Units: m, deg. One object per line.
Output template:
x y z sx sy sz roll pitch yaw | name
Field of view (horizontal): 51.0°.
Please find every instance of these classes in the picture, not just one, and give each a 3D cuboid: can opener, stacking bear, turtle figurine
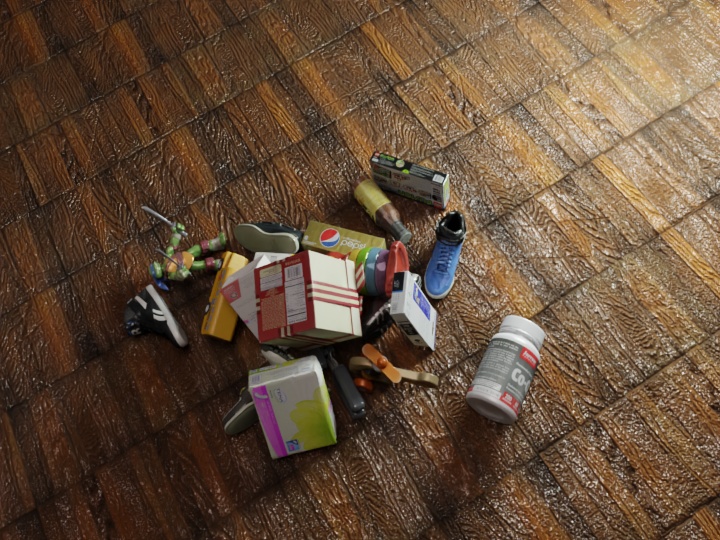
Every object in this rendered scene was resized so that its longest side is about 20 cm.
-0.057 0.238 1.640 0.065 0.054 0.202 -18 50 -16 | can opener
0.000 0.000 1.677 0.195 0.114 0.125 4 79 21 | stacking bear
-0.410 -0.048 1.800 0.190 0.205 0.144 -11 25 -23 | turtle figurine

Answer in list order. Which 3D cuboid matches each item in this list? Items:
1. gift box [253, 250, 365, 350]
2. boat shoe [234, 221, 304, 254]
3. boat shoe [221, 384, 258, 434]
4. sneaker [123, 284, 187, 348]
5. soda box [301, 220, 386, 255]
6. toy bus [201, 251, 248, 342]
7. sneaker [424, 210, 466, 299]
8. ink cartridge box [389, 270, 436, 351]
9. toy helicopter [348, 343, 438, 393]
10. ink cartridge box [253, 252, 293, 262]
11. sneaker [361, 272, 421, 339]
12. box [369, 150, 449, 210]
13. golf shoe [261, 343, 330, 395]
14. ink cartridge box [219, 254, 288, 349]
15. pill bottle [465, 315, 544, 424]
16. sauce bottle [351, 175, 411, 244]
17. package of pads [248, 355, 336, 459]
-0.099 0.053 1.585 0.181 0.185 0.205 -11 74 33 | gift box
-0.220 -0.087 1.849 0.195 0.076 0.066 6 30 33 | boat shoe
-0.228 0.277 1.661 0.200 0.072 0.060 -38 59 -19 | boat shoe
-0.491 0.136 1.779 0.111 0.074 0.200 -37 55 -7 | sneaker
-0.037 -0.055 1.805 0.195 0.064 0.069 15 66 16 | soda box
-0.311 0.060 1.760 0.064 0.078 0.205 21 75 -27 | toy bus
0.194 -0.043 1.734 0.075 0.112 0.203 17 66 17 | sneaker
0.117 0.092 1.635 0.038 0.200 0.102 -7 58 23 | ink cartridge box
0.069 0.214 1.608 0.195 0.133 0.080 9 63 13 | toy helicopter
-0.159 0.027 1.779 0.195 0.068 0.119 4 64 11 | ink cartridge box
0.041 0.064 1.734 0.115 0.077 0.200 33 63 30 | sneaker
0.119 -0.218 1.839 0.196 0.111 0.035 21 66 18 | box
-0.150 0.234 1.611 0.088 0.200 0.077 -47 24 -7 | golf shoe
-0.208 0.081 1.703 0.115 0.202 0.068 -27 20 23 | ink cartridge box
0.309 0.206 1.584 0.112 0.115 0.203 21 68 19 | pill bottle
0.052 -0.145 1.837 0.065 0.066 0.201 -31 61 -8 | sauce bottle
-0.136 0.285 1.570 0.151 0.204 0.069 -14 27 1 | package of pads
